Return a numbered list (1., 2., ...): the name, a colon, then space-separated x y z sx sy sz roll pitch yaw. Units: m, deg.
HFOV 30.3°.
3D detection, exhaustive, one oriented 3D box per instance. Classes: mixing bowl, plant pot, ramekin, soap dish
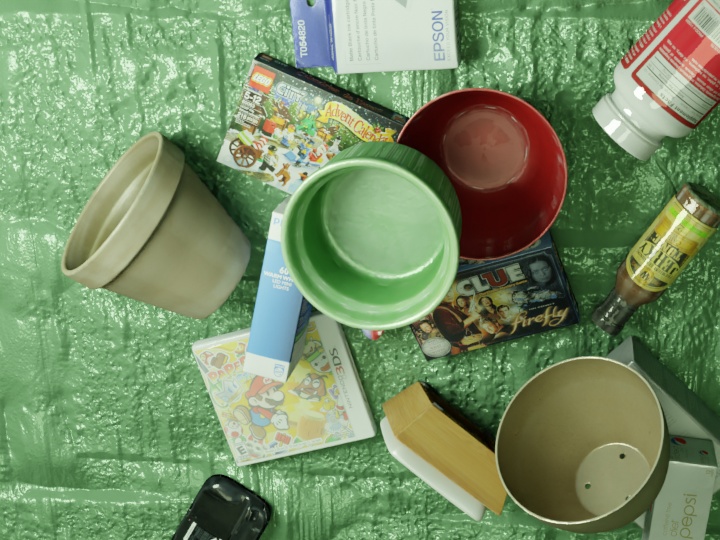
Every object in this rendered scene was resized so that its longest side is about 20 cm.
1. mixing bowl: 0.140 -0.125 1.524 0.198 0.109 0.202 4 113 9
2. plant pot: -0.232 -0.036 1.595 0.173 0.201 0.200 35 115 -25
3. ramekin: 0.019 -0.045 1.467 0.198 0.098 0.202 6 116 12
4. soap dish: 0.106 0.216 1.630 0.157 0.200 0.081 38 92 -6
5. plant pot: 0.272 0.220 1.534 0.199 0.202 0.135 -23 141 17

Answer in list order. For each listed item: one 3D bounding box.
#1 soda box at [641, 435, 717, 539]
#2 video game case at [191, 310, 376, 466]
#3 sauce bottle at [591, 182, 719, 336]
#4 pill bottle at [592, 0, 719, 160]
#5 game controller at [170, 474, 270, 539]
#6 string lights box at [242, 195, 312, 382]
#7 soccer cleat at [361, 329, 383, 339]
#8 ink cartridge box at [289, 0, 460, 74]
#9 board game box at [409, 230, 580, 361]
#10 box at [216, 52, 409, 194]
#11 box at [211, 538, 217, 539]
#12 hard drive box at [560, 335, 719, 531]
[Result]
1. soda box: 0.379 0.303 1.601 0.067 0.064 0.202 6 114 7
2. video game case: -0.098 0.154 1.725 0.198 0.023 0.184 -14 109 15
3. sauce bottle: 0.346 -0.008 1.562 0.064 0.065 0.201 31 113 -4
4. pill bottle: 0.350 -0.220 1.448 0.112 0.112 0.200 38 113 -7
5. game controller: -0.203 0.373 1.829 0.104 0.042 0.201 35 114 10
6. string lights box: -0.087 0.021 1.611 0.058 0.103 0.202 13 105 5
7. soccer cleat: 0.000 0.000 1.610 0.076 0.067 0.201 16 138 23
8. ink cartridge box: 0.010 -0.324 1.501 0.198 0.041 0.202 -2 112 10
9. board game box: 0.151 0.032 1.600 0.198 0.035 0.136 -16 131 15
10. box: -0.056 -0.155 1.582 0.198 0.038 0.138 23 115 -1
11. box: -0.176 0.451 1.820 0.041 0.039 0.201 -21 123 5
12. hard drive box: 0.349 0.208 1.643 0.200 0.077 0.156 43 113 -8
